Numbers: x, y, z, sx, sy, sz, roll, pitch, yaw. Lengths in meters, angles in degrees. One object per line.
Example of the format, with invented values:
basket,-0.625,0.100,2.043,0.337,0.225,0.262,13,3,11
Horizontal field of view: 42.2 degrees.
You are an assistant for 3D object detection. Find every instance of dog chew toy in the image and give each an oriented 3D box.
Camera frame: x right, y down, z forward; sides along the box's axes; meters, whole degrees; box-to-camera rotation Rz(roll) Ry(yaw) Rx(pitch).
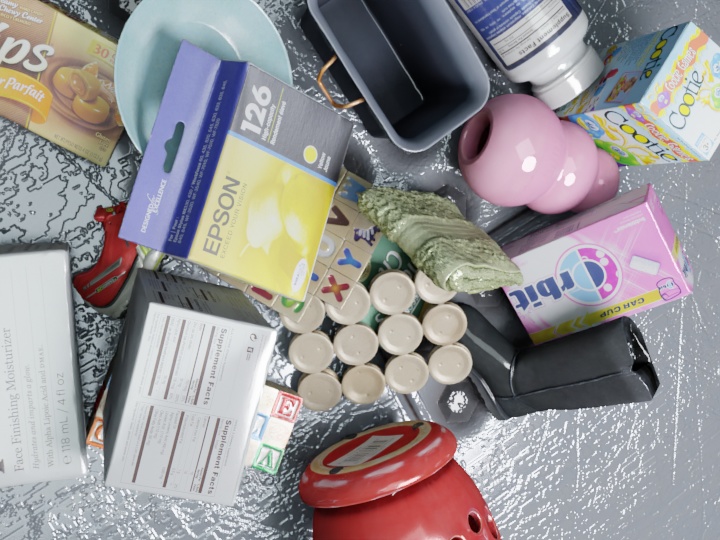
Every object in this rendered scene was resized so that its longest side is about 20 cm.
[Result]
dog chew toy,0.210,-0.120,1.054,0.199,0.124,0.125,17,89,-25

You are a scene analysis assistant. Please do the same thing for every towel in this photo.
towel,0.089,-0.034,0.973,0.148,0.200,0.037,44,111,23

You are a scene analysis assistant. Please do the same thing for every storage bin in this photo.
storage bin,0.015,-0.221,0.977,0.145,0.134,0.201,-37,102,-11

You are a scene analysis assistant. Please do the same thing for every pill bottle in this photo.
pill bottle,0.181,-0.282,1.035,0.111,0.111,0.200,-43,104,-10

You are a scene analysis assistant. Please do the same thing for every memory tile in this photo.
memory tile,0.018,0.072,1.013,0.198,0.017,0.154,-12,113,1

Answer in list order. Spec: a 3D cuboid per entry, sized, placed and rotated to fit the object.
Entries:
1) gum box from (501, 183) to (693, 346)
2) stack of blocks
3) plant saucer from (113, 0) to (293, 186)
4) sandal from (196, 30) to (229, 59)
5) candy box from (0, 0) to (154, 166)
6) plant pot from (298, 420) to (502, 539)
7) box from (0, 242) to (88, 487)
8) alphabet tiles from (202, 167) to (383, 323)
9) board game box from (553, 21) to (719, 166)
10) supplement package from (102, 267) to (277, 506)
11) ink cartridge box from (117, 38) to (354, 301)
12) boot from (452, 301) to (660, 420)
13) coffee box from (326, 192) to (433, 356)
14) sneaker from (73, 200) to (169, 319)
gum box,0.255,0.000,1.049,0.199,0.066,0.114,-24,103,29
stack of blocks,-0.175,0.152,0.983,0.199,0.059,0.116,21,87,-17
plant saucer,-0.156,-0.180,0.911,0.200,0.039,0.203,-4,96,-40
sandal,-0.170,-0.209,0.960,0.079,0.059,0.208,12,90,-17
candy box,-0.314,-0.200,0.908,0.199,0.055,0.116,27,100,-16
plant pot,0.042,0.268,0.985,0.199,0.200,0.184,-19,96,-15
box,-0.327,0.079,0.858,0.130,0.200,0.201,-6,96,-17
alphabet tiles,-0.082,-0.050,0.984,0.199,0.006,0.167,29,85,7
board game box,0.314,-0.187,1.035,0.103,0.200,0.105,35,84,-16
supplement package,-0.162,0.097,0.843,0.110,0.200,0.157,13,94,-17
ink cartridge box,-0.111,-0.092,0.905,0.199,0.047,0.199,22,82,-42
boot,0.205,0.086,1.021,0.165,0.199,0.066,54,47,-19
coffee box,0.000,0.000,1.033,0.199,0.044,0.123,35,85,-16
sneaker,-0.225,-0.050,0.946,0.085,0.077,0.201,31,87,-4
